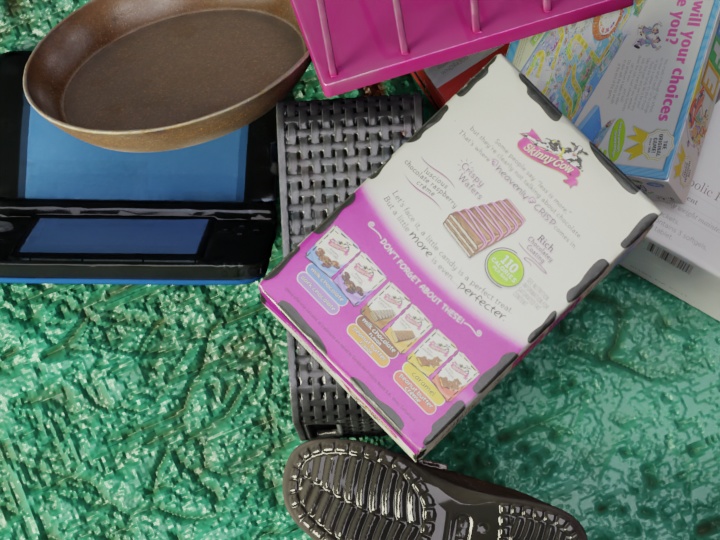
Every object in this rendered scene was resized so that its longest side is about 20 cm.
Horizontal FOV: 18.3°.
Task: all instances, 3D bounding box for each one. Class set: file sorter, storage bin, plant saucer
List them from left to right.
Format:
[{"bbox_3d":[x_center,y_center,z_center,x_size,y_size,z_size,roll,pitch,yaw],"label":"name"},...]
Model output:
[{"bbox_3d":[-0.116,-0.133,1.433,0.199,0.035,0.201,-9,35,6],"label":"plant saucer"},{"bbox_3d":[0.000,0.000,1.402,0.093,0.135,0.201,-4,79,0],"label":"storage bin"},{"bbox_3d":[0.048,-0.221,1.352,0.199,0.126,0.139,-17,57,-4],"label":"file sorter"}]

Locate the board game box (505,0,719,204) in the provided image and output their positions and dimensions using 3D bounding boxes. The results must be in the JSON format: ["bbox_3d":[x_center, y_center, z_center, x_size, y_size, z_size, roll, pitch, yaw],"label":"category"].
[{"bbox_3d":[0.163,-0.145,1.389,0.134,0.034,0.201,9,71,31],"label":"board game box"}]

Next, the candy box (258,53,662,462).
[{"bbox_3d":[0.057,-0.007,1.301,0.200,0.061,0.136,-43,83,-8],"label":"candy box"}]

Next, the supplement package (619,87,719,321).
[{"bbox_3d":[0.242,-0.085,1.428,0.113,0.110,0.201,29,81,7],"label":"supplement package"}]

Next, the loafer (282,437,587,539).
[{"bbox_3d":[0.046,0.159,1.407,0.199,0.071,0.073,18,90,11],"label":"loafer"}]

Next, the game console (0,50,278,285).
[{"bbox_3d":[-0.154,-0.068,1.433,0.199,0.171,0.119,0,105,1],"label":"game console"}]

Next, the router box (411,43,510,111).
[{"bbox_3d":[0.095,-0.217,1.487,0.200,0.049,0.180,-34,80,-5],"label":"router box"}]
